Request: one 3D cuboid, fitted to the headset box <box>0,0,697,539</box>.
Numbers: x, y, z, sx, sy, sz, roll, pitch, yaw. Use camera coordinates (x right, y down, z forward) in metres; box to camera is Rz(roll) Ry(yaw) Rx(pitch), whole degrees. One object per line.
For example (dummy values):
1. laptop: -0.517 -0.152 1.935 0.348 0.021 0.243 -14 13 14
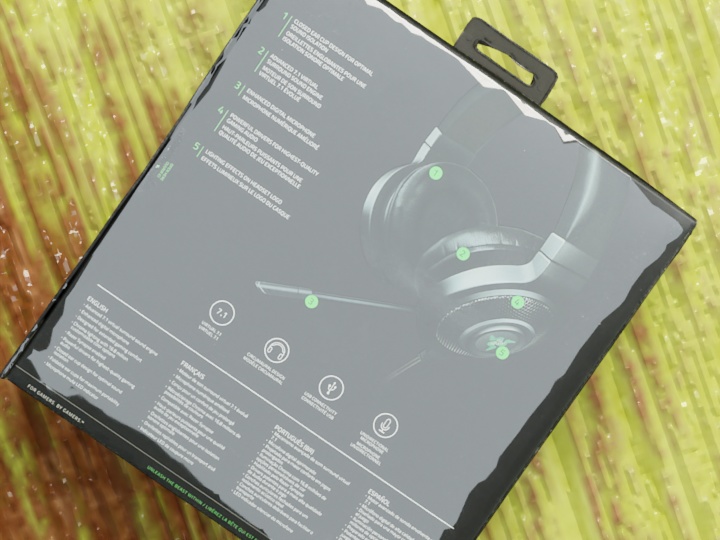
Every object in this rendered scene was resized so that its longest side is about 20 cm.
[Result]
1. headset box: 0.000 0.000 0.957 0.174 0.093 0.200 34 95 -3
